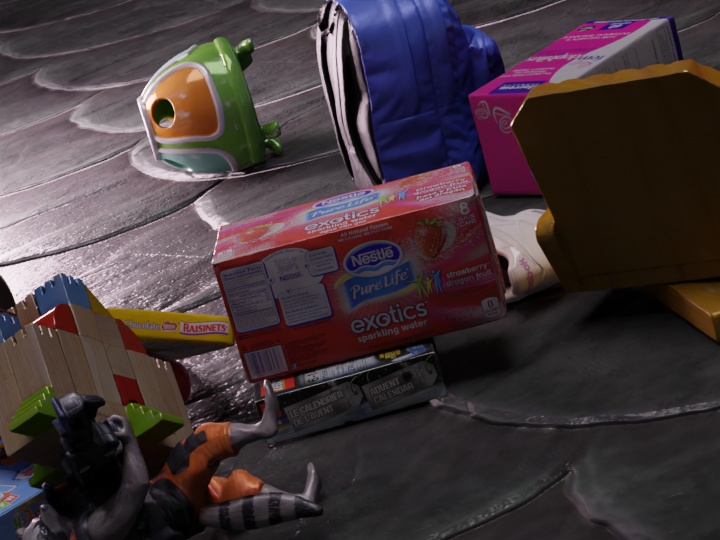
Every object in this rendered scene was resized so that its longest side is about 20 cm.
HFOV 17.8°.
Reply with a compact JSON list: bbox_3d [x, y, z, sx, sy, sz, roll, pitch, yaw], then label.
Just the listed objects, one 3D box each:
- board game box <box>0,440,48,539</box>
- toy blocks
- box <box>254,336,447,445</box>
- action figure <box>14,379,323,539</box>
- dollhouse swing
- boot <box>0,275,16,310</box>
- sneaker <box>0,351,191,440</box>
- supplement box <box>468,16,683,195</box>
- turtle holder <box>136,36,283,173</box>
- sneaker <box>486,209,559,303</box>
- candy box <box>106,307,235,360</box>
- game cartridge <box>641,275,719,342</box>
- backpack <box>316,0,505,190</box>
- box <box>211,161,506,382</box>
[{"bbox_3d":[-0.298,0.170,1.667,0.200,0.037,0.151,2,24,45],"label":"board game box"},{"bbox_3d":[-0.192,0.068,1.563,0.100,0.137,0.200,-34,-28,22],"label":"toy blocks"},{"bbox_3d":[-0.012,0.062,1.741,0.137,0.040,0.200,-16,18,2],"label":"box"},{"bbox_3d":[-0.132,0.142,1.474,0.193,0.105,0.200,-23,-26,1],"label":"action figure"},{"bbox_3d":[0.233,-0.090,1.678,0.200,0.176,0.182,-8,21,32],"label":"dollhouse swing"},{"bbox_3d":[-0.324,0.073,1.756,0.144,0.200,0.072,-13,55,-3],"label":"boot"},{"bbox_3d":[-0.199,0.095,1.681,0.200,0.071,0.112,-5,0,-30],"label":"sneaker"},{"bbox_3d":[0.204,-0.150,2.092,0.101,0.103,0.200,2,27,41],"label":"supplement box"},{"bbox_3d":[-0.164,-0.170,2.404,0.132,0.141,0.186,-19,19,-4],"label":"turtle holder"},{"bbox_3d":[0.077,-0.014,1.831,0.200,0.075,0.100,2,24,44],"label":"sneaker"},{"bbox_3d":[-0.169,0.051,1.783,0.102,0.026,0.200,2,-6,-17],"label":"candy box"},{"bbox_3d":[0.319,-0.014,1.696,0.200,0.032,0.176,-18,18,-9],"label":"game cartridge"},{"bbox_3d":[0.047,-0.176,2.140,0.168,0.200,0.163,-20,18,-13],"label":"backpack"},{"bbox_3d":[0.000,0.000,1.687,0.200,0.100,0.095,-15,18,5],"label":"box"}]
